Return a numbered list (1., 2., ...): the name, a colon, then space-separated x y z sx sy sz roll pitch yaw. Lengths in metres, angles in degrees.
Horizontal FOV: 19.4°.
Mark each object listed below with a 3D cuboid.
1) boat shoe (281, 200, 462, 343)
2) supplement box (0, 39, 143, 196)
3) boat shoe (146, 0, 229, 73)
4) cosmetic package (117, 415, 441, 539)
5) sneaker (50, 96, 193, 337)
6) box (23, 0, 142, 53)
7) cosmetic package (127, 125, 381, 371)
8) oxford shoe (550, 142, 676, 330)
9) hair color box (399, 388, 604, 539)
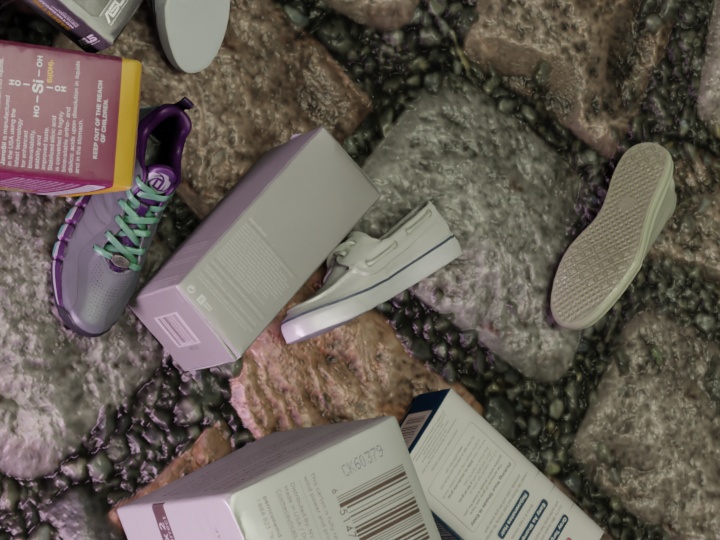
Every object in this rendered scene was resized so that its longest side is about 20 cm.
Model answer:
1. boat shoe: 0.000 0.000 1.800 0.199 0.073 0.066 -29 92 -40
2. supplement box: -0.284 -0.118 1.608 0.199 0.131 0.104 6 87 -30
3. boat shoe: -0.161 -0.265 1.747 0.071 0.068 0.202 -25 116 -38
4. cosmetic package: -0.057 0.224 1.647 0.164 0.200 0.166 -23 93 -32
5. sneaker: -0.188 -0.047 1.681 0.074 0.087 0.202 22 71 -25
6. box: -0.203 -0.291 1.592 0.158 0.048 0.201 38 70 -22
7. cosmetic package: -0.086 -0.018 1.726 0.200 0.107 0.090 -45 104 -26
8. oxford shoe: 0.239 -0.025 1.942 0.201 0.075 0.058 -61 147 -21
9. hair color box: 0.108 0.205 1.826 0.200 0.060 0.100 43 64 -17
